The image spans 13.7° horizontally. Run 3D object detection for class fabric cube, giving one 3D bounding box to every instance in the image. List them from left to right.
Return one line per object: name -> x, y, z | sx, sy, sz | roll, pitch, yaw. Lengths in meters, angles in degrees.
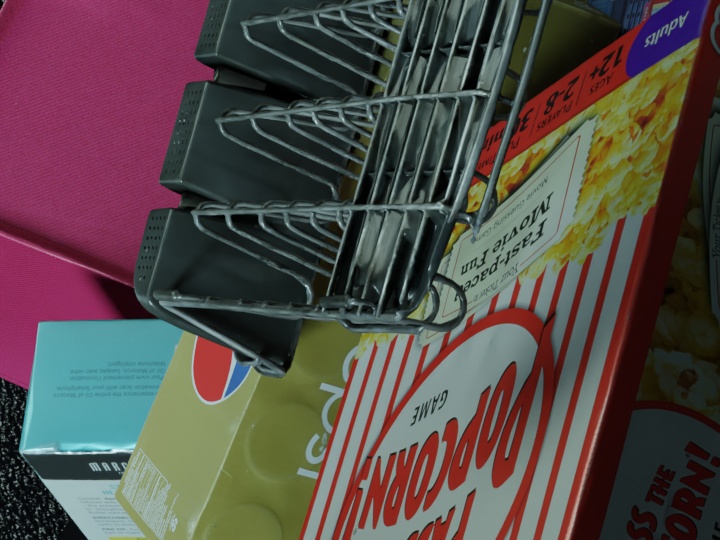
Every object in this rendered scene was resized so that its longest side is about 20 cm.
fabric cube -> -0.030, -0.042, 1.134 | 0.199, 0.196, 0.200 | 83, -150, -69

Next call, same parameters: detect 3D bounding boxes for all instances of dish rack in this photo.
dish rack -> 0.006, -0.049, 0.771 | 0.200, 0.054, 0.154 | 1, 76, 66

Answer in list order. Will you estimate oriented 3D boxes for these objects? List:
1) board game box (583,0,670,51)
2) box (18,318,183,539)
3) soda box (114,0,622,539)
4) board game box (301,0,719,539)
board game box -> 0.091, -0.025, 0.884 | 0.200, 0.062, 0.200 | -3, 71, 63
box -> -0.052, 0.079, 1.067 | 0.200, 0.082, 0.049 | 67, -155, -63
soda box -> 0.000, 0.000, 0.897 | 0.200, 0.068, 0.064 | -67, 28, 10
board game box -> 0.043, 0.043, 0.749 | 0.151, 0.046, 0.200 | -35, 32, 53
